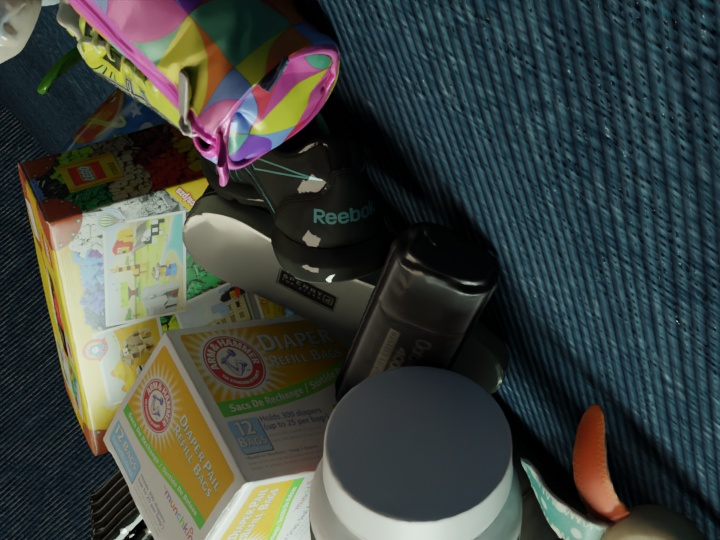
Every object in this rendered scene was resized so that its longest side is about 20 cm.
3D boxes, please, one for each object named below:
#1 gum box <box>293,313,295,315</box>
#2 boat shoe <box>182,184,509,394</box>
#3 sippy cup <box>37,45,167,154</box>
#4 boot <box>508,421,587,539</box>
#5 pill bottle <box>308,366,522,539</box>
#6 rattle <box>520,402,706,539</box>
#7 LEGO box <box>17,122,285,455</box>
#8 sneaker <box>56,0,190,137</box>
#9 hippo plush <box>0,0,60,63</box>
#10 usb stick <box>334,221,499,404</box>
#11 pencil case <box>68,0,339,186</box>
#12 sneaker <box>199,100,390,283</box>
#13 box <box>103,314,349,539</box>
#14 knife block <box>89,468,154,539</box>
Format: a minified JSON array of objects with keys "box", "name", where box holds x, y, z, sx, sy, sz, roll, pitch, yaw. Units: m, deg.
[{"box":[-0.025,0.124,1.494,0.045,0.170,0.200,40,168,46],"name":"gum box"},{"box":[0.000,0.000,1.131,0.200,0.064,0.071,30,140,-1],"name":"boat shoe"},{"box":[-0.149,-0.068,1.409,0.178,0.130,0.140,46,172,19],"name":"sippy cup"},{"box":[0.080,0.115,1.276,0.200,0.072,0.182,54,174,10],"name":"boot"},{"box":[0.029,0.147,1.085,0.114,0.114,0.200,45,154,30],"name":"pill bottle"},{"box":[0.130,0.185,0.975,0.130,0.143,0.201,-9,113,42],"name":"rattle"},{"box":[-0.133,0.007,1.342,0.077,0.148,0.201,-124,22,-48],"name":"LEGO box"},{"box":[-0.110,-0.115,1.071,0.076,0.076,0.200,11,-172,-24],"name":"sneaker"},{"box":[-0.222,-0.228,1.095,0.199,0.160,0.161,22,150,-17],"name":"hippo plush"},{"box":[0.026,0.034,1.050,0.055,0.033,0.200,21,152,0],"name":"usb stick"},{"box":[-0.096,-0.137,0.944,0.200,0.088,0.088,48,172,16],"name":"pencil case"},{"box":[-0.035,-0.067,1.066,0.200,0.075,0.080,-135,33,-56],"name":"sneaker"},{"box":[-0.032,0.097,1.181,0.113,0.200,0.101,57,134,28],"name":"box"},{"box":[-0.090,0.152,1.360,0.064,0.199,0.176,-106,8,-53],"name":"knife block"}]
